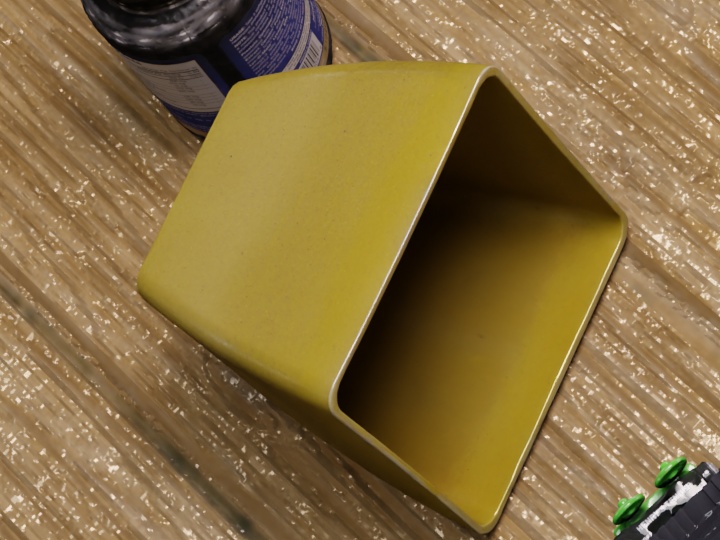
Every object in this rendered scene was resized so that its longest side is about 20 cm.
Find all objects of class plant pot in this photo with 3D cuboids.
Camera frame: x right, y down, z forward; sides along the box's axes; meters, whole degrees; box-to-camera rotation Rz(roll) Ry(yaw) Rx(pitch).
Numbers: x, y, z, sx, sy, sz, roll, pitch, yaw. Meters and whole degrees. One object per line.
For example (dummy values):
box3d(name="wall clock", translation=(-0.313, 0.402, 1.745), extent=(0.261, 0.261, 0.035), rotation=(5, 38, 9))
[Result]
box3d(name="plant pot", translation=(0.000, 0.000, 1.569), extent=(0.176, 0.200, 0.201), rotation=(16, 75, 34))

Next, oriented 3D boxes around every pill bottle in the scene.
box3d(name="pill bottle", translation=(-0.095, -0.158, 1.646), extent=(0.111, 0.200, 0.112), rotation=(-6, 67, 15))

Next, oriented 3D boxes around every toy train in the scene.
box3d(name="toy train", translation=(0.116, 0.174, 1.528), extent=(0.200, 0.056, 0.042), rotation=(-41, 69, -2))

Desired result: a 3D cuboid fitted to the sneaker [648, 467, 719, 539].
box3d(name="sneaker", translation=(0.216, 0.140, 1.483), extent=(0.200, 0.082, 0.070), rotation=(-41, 41, 14))
